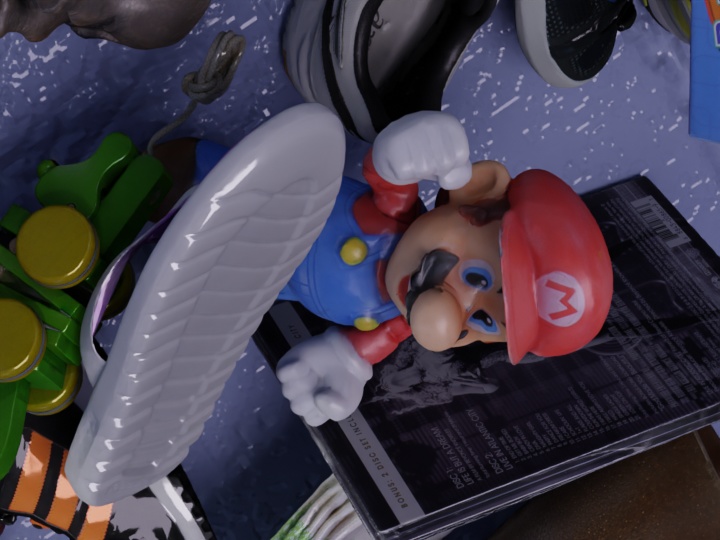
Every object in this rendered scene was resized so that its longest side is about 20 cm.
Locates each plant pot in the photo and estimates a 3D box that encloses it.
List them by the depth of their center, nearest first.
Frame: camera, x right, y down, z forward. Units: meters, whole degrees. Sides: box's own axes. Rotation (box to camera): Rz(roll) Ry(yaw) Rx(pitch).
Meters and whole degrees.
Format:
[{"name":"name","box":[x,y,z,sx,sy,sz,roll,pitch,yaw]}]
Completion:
[{"name":"plant pot","box":[0.109,0.182,1.045,0.200,0.187,0.187,-29,127,10]}]

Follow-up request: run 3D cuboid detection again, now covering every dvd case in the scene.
[{"name":"dvd case","box":[0.070,0.034,0.944,0.199,0.149,0.016,-19,131,-15]}]

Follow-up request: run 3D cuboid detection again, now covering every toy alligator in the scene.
[{"name":"toy alligator","box":[-0.113,-0.014,0.841,0.200,0.054,0.059,-62,163,-10]}]

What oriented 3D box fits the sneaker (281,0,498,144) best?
[{"name":"sneaker","box":[0.036,-0.141,0.869,0.075,0.088,0.201,7,112,-26]}]

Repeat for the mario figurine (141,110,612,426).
[{"name":"mario figurine","box":[0.000,0.000,0.859,0.123,0.199,0.106,41,60,-59]}]

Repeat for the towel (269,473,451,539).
[{"name":"towel","box":[-0.023,0.156,1.000,0.200,0.031,0.149,-48,156,6]}]

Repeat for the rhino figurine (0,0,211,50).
[{"name":"rhino figurine","box":[-0.070,-0.170,0.818,0.087,0.060,0.201,1,117,-47]}]

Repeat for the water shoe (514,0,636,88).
[{"name":"water shoe","box":[0.107,-0.142,0.874,0.200,0.079,0.072,86,25,-50]}]

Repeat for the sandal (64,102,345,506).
[{"name":"sandal","box":[-0.073,0.011,0.828,0.082,0.050,0.203,-19,147,-49]}]

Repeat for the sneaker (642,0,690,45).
[{"name":"sneaker","box":[0.160,-0.180,0.912,0.075,0.076,0.201,-16,121,-14]}]

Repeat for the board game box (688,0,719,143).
[{"name":"board game box","box":[0.185,-0.156,0.851,0.200,0.045,0.153,-41,137,-46]}]

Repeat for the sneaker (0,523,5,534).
[{"name":"sneaker","box":[-0.204,0.179,0.945,0.115,0.076,0.201,14,110,-34]}]

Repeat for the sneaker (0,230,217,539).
[{"name":"sneaker","box":[-0.133,0.079,0.928,0.090,0.070,0.200,-32,120,-2]}]
